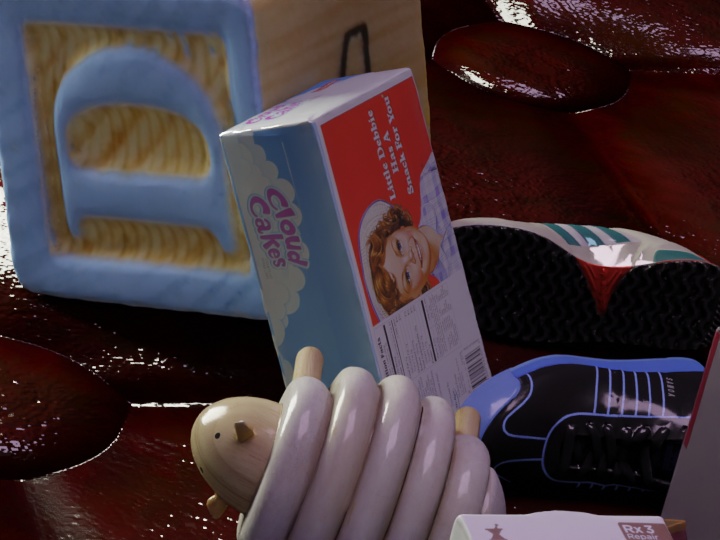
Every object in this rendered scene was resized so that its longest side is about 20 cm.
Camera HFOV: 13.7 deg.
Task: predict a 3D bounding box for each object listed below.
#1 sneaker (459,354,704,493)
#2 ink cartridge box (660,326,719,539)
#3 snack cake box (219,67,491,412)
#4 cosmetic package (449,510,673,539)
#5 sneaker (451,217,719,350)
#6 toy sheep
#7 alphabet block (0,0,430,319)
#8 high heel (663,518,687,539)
[{"bbox_3d":[0.147,0.092,1.695,0.199,0.071,0.078,-8,28,-34],"label":"sneaker"},{"bbox_3d":[0.269,0.086,1.669,0.083,0.147,0.199,32,33,33],"label":"ink cartridge box"},{"bbox_3d":[0.000,0.000,1.664,0.067,0.201,0.115,-6,14,34],"label":"snack cake box"},{"bbox_3d":[0.072,0.204,1.295,0.101,0.201,0.074,1,36,-19],"label":"cosmetic package"},{"bbox_3d":[0.134,0.006,1.879,0.198,0.071,0.093,8,9,-4],"label":"sneaker"},{"bbox_3d":[0.007,0.114,1.535,0.199,0.139,0.138,17,26,-3],"label":"toy sheep"},{"bbox_3d":[-0.087,-0.099,1.789,0.194,0.198,0.200,7,22,27],"label":"alphabet block"},{"bbox_3d":[0.184,0.177,1.435,0.067,0.097,0.199,-15,10,-35],"label":"high heel"}]
